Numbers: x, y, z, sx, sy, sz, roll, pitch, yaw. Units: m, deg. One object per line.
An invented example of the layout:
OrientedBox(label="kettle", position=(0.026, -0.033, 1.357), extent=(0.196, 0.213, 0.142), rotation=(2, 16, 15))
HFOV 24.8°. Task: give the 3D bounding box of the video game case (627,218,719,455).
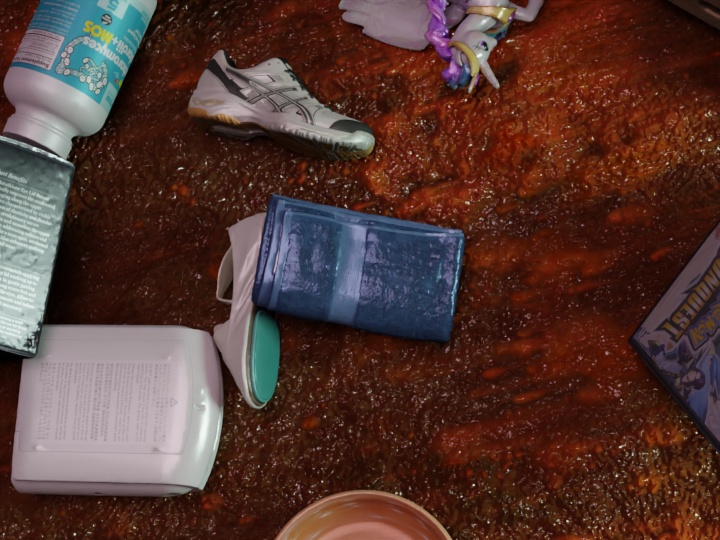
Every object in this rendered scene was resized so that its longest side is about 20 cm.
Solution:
OrientedBox(label="video game case", position=(0.346, 0.049, 1.448), extent=(0.201, 0.025, 0.181), rotation=(-56, 47, 24))

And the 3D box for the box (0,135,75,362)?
OrientedBox(label="box", position=(-0.374, -0.017, 1.604), extent=(0.147, 0.104, 0.202), rotation=(-11, 66, 50))

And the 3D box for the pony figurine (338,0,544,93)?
OrientedBox(label="pony figurine", position=(0.092, -0.284, 1.618), extent=(0.192, 0.167, 0.201), rotation=(31, 66, 9))

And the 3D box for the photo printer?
OrientedBox(label="photo printer", position=(-0.231, 0.134, 1.586), extent=(0.198, 0.069, 0.168), rotation=(-1, 74, 10))

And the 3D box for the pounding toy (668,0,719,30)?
OrientedBox(label="pounding toy", position=(0.378, -0.329, 1.588), extent=(0.199, 0.142, 0.185), rotation=(30, 82, 6))

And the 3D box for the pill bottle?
OrientedBox(label="pill bottle", position=(-0.293, -0.215, 1.676), extent=(0.110, 0.111, 0.202), rotation=(19, 79, 15))

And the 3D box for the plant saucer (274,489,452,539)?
OrientedBox(label="plant saucer", position=(0.003, 0.305, 1.512), extent=(0.198, 0.037, 0.202), rotation=(-3, 74, 11))

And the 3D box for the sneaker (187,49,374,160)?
OrientedBox(label="sneaker", position=(-0.074, -0.171, 1.641), extent=(0.198, 0.076, 0.088), rotation=(16, 78, 14))

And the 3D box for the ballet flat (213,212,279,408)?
OrientedBox(label="ballet flat", position=(-0.111, 0.040, 1.599), extent=(0.069, 0.070, 0.202), rotation=(0, 68, 10))

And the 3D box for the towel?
OrientedBox(label="towel", position=(0.000, 0.000, 1.563), extent=(0.198, 0.049, 0.113), rotation=(11, 76, -6))
